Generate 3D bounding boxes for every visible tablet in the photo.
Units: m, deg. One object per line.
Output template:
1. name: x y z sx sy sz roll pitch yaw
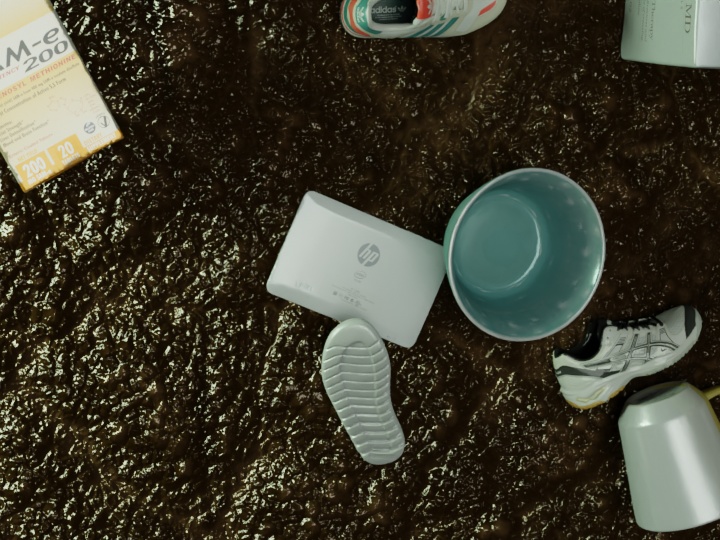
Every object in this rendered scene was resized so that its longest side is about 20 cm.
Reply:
1. tablet: 0.000 0.000 1.766 0.199 0.014 0.131 22 94 -18

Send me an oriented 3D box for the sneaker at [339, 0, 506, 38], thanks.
1. sneaker: 0.080 -0.295 1.685 0.198 0.093 0.071 -7 103 -13

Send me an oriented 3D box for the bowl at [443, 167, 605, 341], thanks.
1. bowl: 0.178 -0.026 1.756 0.199 0.105 0.203 -3 101 -17

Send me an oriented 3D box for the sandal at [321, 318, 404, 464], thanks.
1. sandal: 0.001 0.142 1.780 0.082 0.050 0.204 -11 117 2

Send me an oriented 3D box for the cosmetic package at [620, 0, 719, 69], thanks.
1. cosmetic package: 0.418 -0.320 1.714 0.165 0.200 0.169 -1 101 -14

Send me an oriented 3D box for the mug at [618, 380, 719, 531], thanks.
1. mug: 0.398 0.219 1.870 0.148 0.186 0.154 -17 98 23

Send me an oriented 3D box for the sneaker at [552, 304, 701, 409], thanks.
1. sneaker: 0.329 0.088 1.838 0.199 0.076 0.088 -32 107 -7

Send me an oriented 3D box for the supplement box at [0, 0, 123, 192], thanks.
1. supplement box: -0.357 -0.203 1.598 0.125 0.074 0.201 -30 107 -8
